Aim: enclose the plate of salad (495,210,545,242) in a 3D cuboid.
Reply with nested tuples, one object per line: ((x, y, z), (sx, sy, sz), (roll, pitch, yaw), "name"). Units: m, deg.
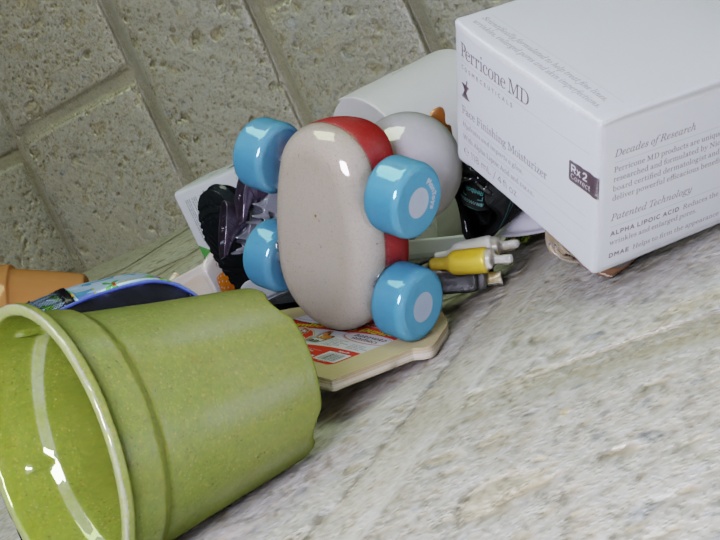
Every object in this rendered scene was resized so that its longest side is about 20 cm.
((0.208, -0.072, 1.326), (0.198, 0.049, 0.200), (-21, 19, 7), "plate of salad")

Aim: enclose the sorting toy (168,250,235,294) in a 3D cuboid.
((-0.157, 0.011, 1.527), (0.199, 0.107, 0.181), (-24, 21, 45), "sorting toy")

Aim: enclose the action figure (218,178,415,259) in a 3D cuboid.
((-0.034, -0.043, 1.298), (0.197, 0.070, 0.130), (6, -23, -25), "action figure")

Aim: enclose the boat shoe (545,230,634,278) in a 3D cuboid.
((0.192, -0.037, 1.132), (0.072, 0.075, 0.201), (-62, 5, 24), "boat shoe")

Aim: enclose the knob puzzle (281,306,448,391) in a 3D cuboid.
((-0.011, 0.062, 1.145), (0.216, 0.031, 0.220), (-5, 14, 1), "knob puzzle")

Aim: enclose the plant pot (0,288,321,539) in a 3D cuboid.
((-0.134, 0.097, 0.924), (0.183, 0.203, 0.199), (-18, 3, -37), "plant pot")

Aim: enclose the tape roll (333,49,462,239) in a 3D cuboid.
((0.078, -0.129, 1.527), (0.138, 0.205, 0.202), (-28, 9, -22), "tape roll")

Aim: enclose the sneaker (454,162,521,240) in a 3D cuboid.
((0.123, -0.100, 1.197), (0.075, 0.201, 0.080), (25, 58, 22), "sneaker")

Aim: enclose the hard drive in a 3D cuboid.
((0.000, 0.000, 1.320), (0.198, 0.027, 0.131), (-6, -12, -41), "hard drive")

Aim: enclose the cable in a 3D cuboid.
((0.047, -0.003, 1.225), (0.197, 0.051, 0.097), (-3, 6, 10), "cable")

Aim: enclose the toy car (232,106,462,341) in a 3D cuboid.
((0.026, -0.061, 1.154), (0.183, 0.179, 0.199), (19, 33, 38), "toy car")

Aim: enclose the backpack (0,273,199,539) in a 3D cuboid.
((-0.203, 0.097, 1.063), (0.198, 0.185, 0.147), (-23, 9, -18), "backpack")

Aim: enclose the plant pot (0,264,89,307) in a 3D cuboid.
((-0.430, 0.085, 1.837), (0.138, 0.203, 0.200), (-9, 8, -5), "plant pot")

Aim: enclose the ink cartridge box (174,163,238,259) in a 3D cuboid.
((-0.107, -0.067, 1.631), (0.198, 0.148, 0.083), (-16, 14, 39), "ink cartridge box")

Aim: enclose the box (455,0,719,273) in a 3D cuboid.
((0.204, -0.128, 1.050), (0.198, 0.132, 0.199), (-20, 39, -20), "box")

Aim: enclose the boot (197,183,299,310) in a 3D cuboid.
((-0.068, -0.033, 1.425), (0.073, 0.200, 0.162), (-10, 24, 50), "boot")
